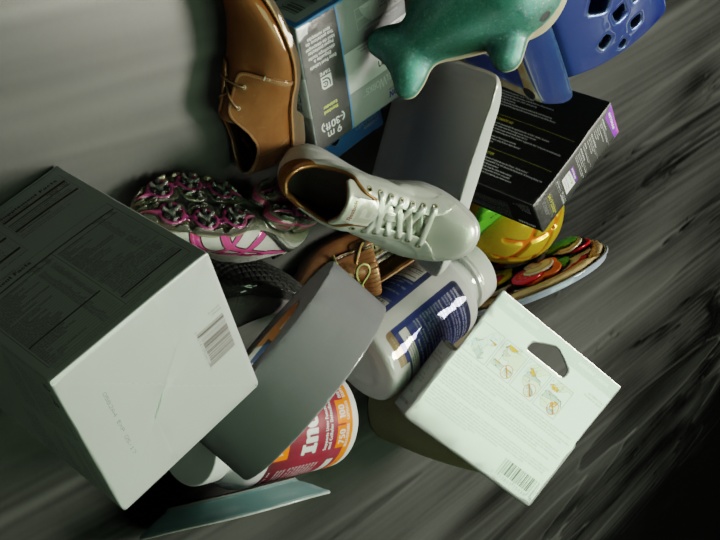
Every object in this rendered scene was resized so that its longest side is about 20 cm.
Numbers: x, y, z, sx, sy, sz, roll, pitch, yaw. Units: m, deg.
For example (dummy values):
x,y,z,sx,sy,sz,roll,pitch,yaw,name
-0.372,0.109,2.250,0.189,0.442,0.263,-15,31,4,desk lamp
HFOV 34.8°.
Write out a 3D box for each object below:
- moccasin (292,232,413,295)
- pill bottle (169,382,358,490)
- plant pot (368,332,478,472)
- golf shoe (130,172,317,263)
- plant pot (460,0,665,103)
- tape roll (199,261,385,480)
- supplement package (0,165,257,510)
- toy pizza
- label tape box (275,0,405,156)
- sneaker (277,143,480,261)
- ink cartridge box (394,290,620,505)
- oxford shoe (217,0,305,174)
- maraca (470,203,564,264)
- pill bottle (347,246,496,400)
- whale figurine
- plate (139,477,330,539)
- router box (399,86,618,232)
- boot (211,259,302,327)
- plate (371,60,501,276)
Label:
x,y,z,sx,sy,sz,roll,pitch,yaw,name
0.000,0.001,1.241,0.200,0.077,0.074,-29,132,-38,moccasin
-0.103,0.162,1.183,0.199,0.112,0.114,-5,115,-50,pill bottle
0.144,0.171,1.423,0.187,0.199,0.189,-30,133,-38,plant pot
-0.128,-0.037,1.062,0.199,0.073,0.092,1,139,-41,golf shoe
0.171,-0.300,1.175,0.180,0.199,0.200,-47,142,-10,plant pot
-0.065,0.088,1.032,0.201,0.066,0.200,-49,-173,8,tape roll
-0.213,0.046,0.900,0.151,0.199,0.153,-42,139,-26,supplement package
0.212,0.001,1.433,0.199,0.199,0.032,-30,100,-37,toy pizza
-0.017,-0.186,1.117,0.143,0.066,0.202,-38,136,-30,label tape box
0.015,-0.050,1.046,0.085,0.198,0.073,-83,-167,-71,sneaker
0.165,0.140,1.282,0.199,0.044,0.174,38,91,-20,ink cartridge box
-0.098,-0.170,1.024,0.071,0.071,0.201,-35,137,-28,oxford shoe
0.182,-0.067,1.381,0.137,0.107,0.200,-37,165,8,maraca
0.064,0.049,1.323,0.199,0.110,0.112,-37,137,-31,pill bottle
0.090,-0.244,1.021,0.199,0.160,0.104,-35,161,15,whale figurine
-0.129,0.238,1.168,0.199,0.199,0.026,-3,75,-50,plate
0.154,-0.141,1.240,0.150,0.199,0.051,-50,141,-16,router box
-0.146,0.056,1.120,0.199,0.070,0.133,5,115,-46,boot
0.074,-0.117,1.164,0.032,0.200,0.202,9,106,-26,plate
